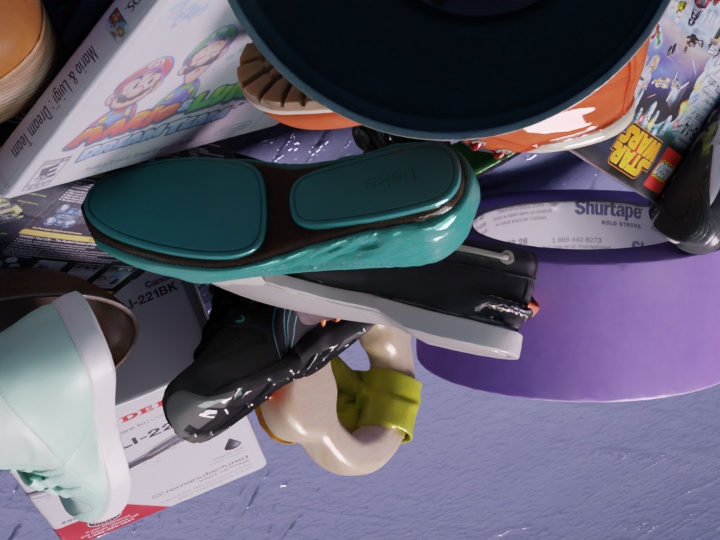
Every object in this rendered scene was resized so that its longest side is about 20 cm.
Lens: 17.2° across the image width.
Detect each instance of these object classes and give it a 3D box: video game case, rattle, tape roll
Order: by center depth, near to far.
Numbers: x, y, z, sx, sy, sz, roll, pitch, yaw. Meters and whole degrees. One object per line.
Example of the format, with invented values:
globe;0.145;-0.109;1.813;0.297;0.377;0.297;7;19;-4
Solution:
video game case;-0.062;-0.112;1.140;0.200;0.024;0.182;-19;160;-48
tape roll;0.133;0.011;1.439;0.199;0.085;0.200;-1;-166;0
rattle;-0.060;0.066;1.526;0.143;0.131;0.200;16;-167;34

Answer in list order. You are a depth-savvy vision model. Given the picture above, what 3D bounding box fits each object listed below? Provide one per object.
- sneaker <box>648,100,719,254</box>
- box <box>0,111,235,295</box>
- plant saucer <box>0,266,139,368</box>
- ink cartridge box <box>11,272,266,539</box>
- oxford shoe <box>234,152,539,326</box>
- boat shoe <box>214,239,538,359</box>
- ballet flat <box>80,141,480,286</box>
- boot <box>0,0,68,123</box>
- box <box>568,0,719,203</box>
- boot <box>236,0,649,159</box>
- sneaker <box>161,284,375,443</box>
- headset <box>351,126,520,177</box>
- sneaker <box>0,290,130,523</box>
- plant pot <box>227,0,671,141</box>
sneaker;0.231;-0.062;1.404;0.075;0.085;0.200;-53;-177;35
box;-0.182;-0.028;1.242;0.161;0.049;0.200;-36;154;32
plant saucer;-0.218;0.046;1.277;0.200;0.032;0.200;-18;161;-6
ink cartridge box;-0.149;0.083;1.470;0.144;0.084;0.200;-23;156;-3
oxford shoe;0.000;0.000;1.324;0.071;0.200;0.073;-87;-161;-81
boat shoe;-0.005;-0.005;1.253;0.200;0.060;0.074;13;172;15
ballet flat;-0.037;-0.020;1.189;0.200;0.067;0.070;-5;146;10
boot;-0.233;-0.081;1.047;0.200;0.074;0.155;-37;159;0
box;0.146;-0.123;1.277;0.137;0.040;0.200;-59;151;5
boot;0.043;-0.087;1.133;0.200;0.075;0.107;-10;142;-5
sneaker;-0.064;0.037;1.355;0.075;0.079;0.200;-37;178;29
headset;0.056;-0.071;1.315;0.123;0.094;0.200;-36;163;27
sneaker;-0.188;0.089;1.258;0.118;0.074;0.201;-22;151;-13
plant pot;0.045;-0.161;1.015;0.200;0.201;0.134;-28;-177;12
